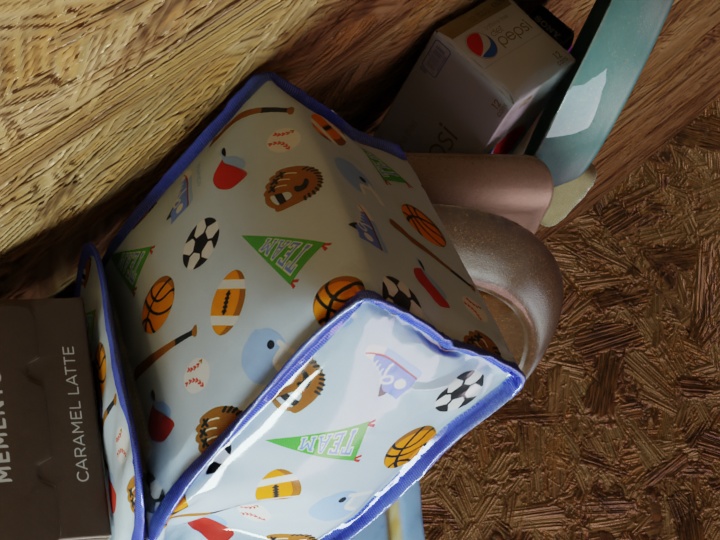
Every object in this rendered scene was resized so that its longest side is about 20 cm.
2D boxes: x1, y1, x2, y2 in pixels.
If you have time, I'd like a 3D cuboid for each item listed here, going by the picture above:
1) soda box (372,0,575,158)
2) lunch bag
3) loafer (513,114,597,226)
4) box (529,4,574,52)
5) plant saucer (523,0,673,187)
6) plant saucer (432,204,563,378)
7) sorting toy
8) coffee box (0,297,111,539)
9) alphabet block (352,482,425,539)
[{"bbox_3d":[0.046,-0.070,1.007,0.068,0.064,0.200,-36,167,-40],"label":"soda box"},{"bbox_3d":[-0.055,0.041,0.753,0.124,0.170,0.200,28,116,-37],"label":"lunch bag"},{"bbox_3d":[0.131,-0.071,1.197,0.076,0.067,0.200,-50,174,20],"label":"loafer"},{"bbox_3d":[0.088,-0.105,1.177,0.143,0.036,0.200,-48,175,0],"label":"box"},{"bbox_3d":[0.148,-0.128,1.008,0.200,0.036,0.200,90,26,-87],"label":"plant saucer"},{"bbox_3d":[0.017,0.043,0.904,0.200,0.032,0.200,-10,141,-8],"label":"plant saucer"},{"bbox_3d":[0.000,0.000,0.992,0.185,0.037,0.200,0,141,-16],"label":"sorting toy"},{"bbox_3d":[-0.185,0.101,0.791,0.080,0.115,0.200,-2,157,-25],"label":"coffee box"},{"bbox_3d":[-0.081,0.166,1.176,0.195,0.197,0.200,0,170,-23],"label":"alphabet block"}]
